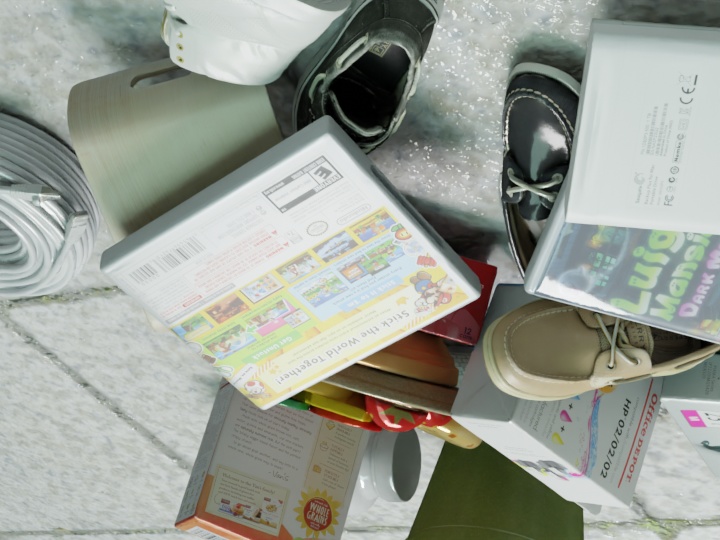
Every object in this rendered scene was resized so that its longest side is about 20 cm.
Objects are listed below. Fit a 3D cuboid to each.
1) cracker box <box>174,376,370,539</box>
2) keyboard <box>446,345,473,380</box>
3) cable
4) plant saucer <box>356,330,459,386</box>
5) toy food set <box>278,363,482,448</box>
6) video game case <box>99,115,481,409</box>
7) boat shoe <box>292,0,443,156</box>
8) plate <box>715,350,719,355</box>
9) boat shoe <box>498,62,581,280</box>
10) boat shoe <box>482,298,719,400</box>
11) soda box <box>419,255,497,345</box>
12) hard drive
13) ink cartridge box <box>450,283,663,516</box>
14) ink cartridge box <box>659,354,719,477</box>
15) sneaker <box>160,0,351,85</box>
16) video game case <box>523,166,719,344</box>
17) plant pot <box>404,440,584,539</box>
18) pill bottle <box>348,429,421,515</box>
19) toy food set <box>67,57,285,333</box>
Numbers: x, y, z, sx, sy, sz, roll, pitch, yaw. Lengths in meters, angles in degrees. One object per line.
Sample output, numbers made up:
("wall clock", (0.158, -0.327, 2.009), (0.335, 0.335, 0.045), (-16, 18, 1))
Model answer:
("cracker box", (-0.066, 0.150, 1.246), (0.133, 0.202, 0.058), (26, 153, -18))
("keyboard", (0.120, 0.085, 1.247), (0.198, 0.011, 0.056), (2, 146, 21))
("cable", (-0.309, -0.055, 1.156), (0.198, 0.070, 0.200), (19, 149, -5))
("plant saucer", (-0.013, 0.050, 1.154), (0.198, 0.038, 0.200), (15, 178, 0))
("toy food set", (0.002, 0.099, 1.157), (0.196, 0.049, 0.200), (16, 179, 16))
("video game case", (-0.047, 0.003, 0.985), (0.199, 0.023, 0.182), (-29, 127, 23))
("boat shoe", (-0.005, -0.113, 0.935), (0.070, 0.064, 0.200), (19, 149, -7))
("plate", (0.243, 0.031, 1.096), (0.198, 0.026, 0.201), (10, 148, 6))
("boat shoe", (0.125, -0.056, 0.964), (0.073, 0.061, 0.201), (21, 152, 22))
("boat shoe", (0.176, 0.045, 1.000), (0.198, 0.072, 0.064), (-7, 168, -31))
("soda box", (0.000, 0.000, 1.092), (0.198, 0.064, 0.070), (16, 179, -3))
("hard drive", (0.229, -0.080, 0.854), (0.198, 0.026, 0.133), (4, 127, 2))
("ink cartridge box", (0.171, 0.108, 1.118), (0.067, 0.116, 0.200), (0, 151, 48))
("ink cartridge box", (0.350, 0.124, 1.145), (0.172, 0.044, 0.200), (2, 156, 29))
("sneaker", (-0.117, -0.177, 0.873), (0.199, 0.074, 0.116), (25, 144, -19))
("video game case", (0.220, -0.043, 0.913), (0.180, 0.023, 0.201), (15, 127, -5))
("plant pot", (0.127, 0.223, 1.290), (0.198, 0.191, 0.201), (10, 149, 6))
("pill bottle", (-0.045, 0.183, 1.384), (0.198, 0.105, 0.104), (-1, 145, 25))
("toy food set", (-0.105, -0.055, 1.007), (0.142, 0.061, 0.201), (-13, 120, 12))
